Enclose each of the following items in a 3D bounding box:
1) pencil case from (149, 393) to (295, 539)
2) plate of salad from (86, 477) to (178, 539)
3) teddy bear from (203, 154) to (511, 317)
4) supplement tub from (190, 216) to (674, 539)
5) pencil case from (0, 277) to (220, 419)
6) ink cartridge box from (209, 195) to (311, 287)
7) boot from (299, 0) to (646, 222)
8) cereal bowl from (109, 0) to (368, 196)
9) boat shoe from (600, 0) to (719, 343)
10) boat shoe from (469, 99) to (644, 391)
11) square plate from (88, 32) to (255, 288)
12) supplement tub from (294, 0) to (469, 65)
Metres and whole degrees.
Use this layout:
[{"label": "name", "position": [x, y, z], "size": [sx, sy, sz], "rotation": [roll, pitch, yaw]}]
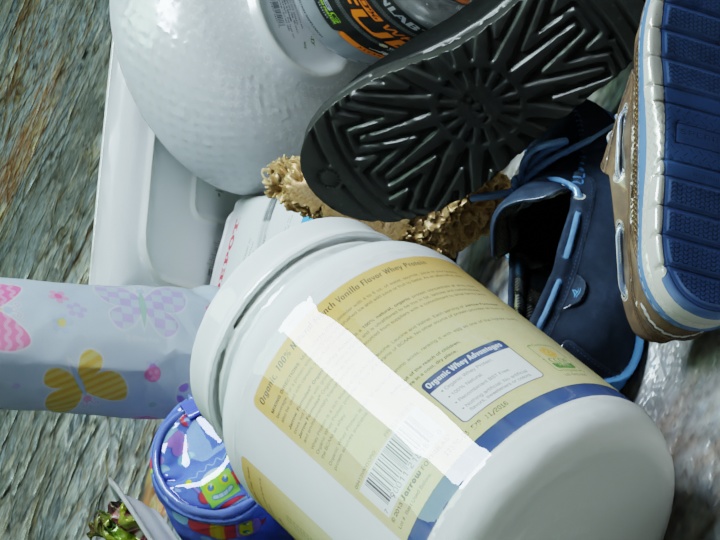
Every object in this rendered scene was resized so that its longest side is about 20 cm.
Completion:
[{"label": "pencil case", "position": [-0.074, 0.134, 1.373], "size": [0.200, 0.078, 0.087], "rotation": [83, 170, -65]}, {"label": "plate of salad", "position": [-0.102, 0.210, 1.363], "size": [0.048, 0.201, 0.200], "rotation": [-31, 17, -9]}, {"label": "teddy bear", "position": [0.000, 0.000, 1.334], "size": [0.067, 0.144, 0.201], "rotation": [6, -72, -79]}, {"label": "supplement tub", "position": [0.028, 0.076, 1.065], "size": [0.200, 0.144, 0.145], "rotation": [39, 112, 39]}, {"label": "pencil case", "position": [-0.174, 0.044, 1.423], "size": [0.091, 0.199, 0.083], "rotation": [-114, 35, -52]}, {"label": "ink cartridge box", "position": [-0.031, 0.032, 1.464], "size": [0.200, 0.083, 0.146], "rotation": [180, 106, -70]}, {"label": "boot", "position": [0.070, -0.117, 1.226], "size": [0.211, 0.080, 0.158], "rotation": [-29, 20, 21]}, {"label": "cereal bowl", "position": [-0.062, -0.154, 1.529], "size": [0.083, 0.200, 0.201], "rotation": [-19, 50, 39]}, {"label": "boat shoe", "position": [0.144, -0.062, 1.092], "size": [0.072, 0.072, 0.201], "rotation": [141, 144, -59]}, {"label": "boat shoe", "position": [0.100, -0.025, 1.180], "size": [0.084, 0.068, 0.200], "rotation": [-57, 23, 33]}, {"label": "square plate", "position": [-0.101, -0.058, 1.571], "size": [0.028, 0.200, 0.199], "rotation": [-1, 80, 34]}, {"label": "supplement tub", "position": [0.042, -0.193, 1.423], "size": [0.200, 0.122, 0.123], "rotation": [-7, 65, 70]}]
